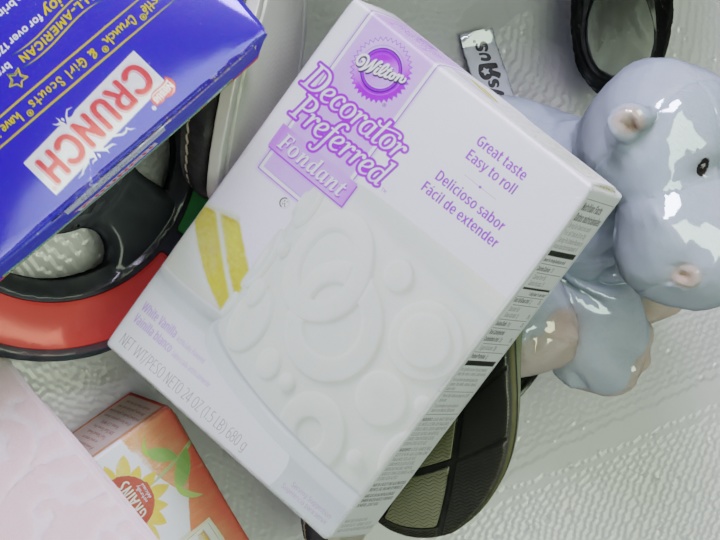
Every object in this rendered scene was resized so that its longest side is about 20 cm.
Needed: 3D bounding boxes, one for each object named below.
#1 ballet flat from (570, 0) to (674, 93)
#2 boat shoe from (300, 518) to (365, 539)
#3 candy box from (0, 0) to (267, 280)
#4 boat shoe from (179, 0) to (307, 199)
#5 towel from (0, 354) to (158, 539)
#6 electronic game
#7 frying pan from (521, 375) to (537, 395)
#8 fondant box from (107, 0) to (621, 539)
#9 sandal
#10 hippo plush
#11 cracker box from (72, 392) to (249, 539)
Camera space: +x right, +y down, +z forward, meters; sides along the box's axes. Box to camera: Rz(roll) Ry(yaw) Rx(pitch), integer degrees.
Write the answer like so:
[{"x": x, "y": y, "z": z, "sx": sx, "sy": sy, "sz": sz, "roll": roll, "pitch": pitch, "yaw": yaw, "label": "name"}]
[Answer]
[{"x": 0.137, "y": -0.188, "z": 1.308, "sx": 0.066, "sy": 0.057, "sz": 0.200, "roll": 10, "pitch": 86, "yaw": -4, "label": "ballet flat"}, {"x": -0.018, "y": 0.041, "z": 1.227, "sx": 0.063, "sy": 0.073, "sz": 0.200, "roll": 7, "pitch": 100, "yaw": 18, "label": "boat shoe"}, {"x": -0.167, "y": -0.118, "z": 1.097, "sx": 0.169, "sy": 0.077, "sz": 0.200, "roll": -40, "pitch": 89, "yaw": -5, "label": "candy box"}, {"x": -0.061, "y": -0.131, "z": 1.172, "sx": 0.074, "sy": 0.060, "sz": 0.200, "roll": -23, "pitch": 124, "yaw": -67, "label": "boat shoe"}, {"x": -0.197, "y": 0.140, "z": 1.108, "sx": 0.200, "sy": 0.191, "sz": 0.032, "roll": -27, "pitch": 138, "yaw": -21, "label": "towel"}, {"x": -0.144, "y": -0.057, "z": 1.182, "sx": 0.200, "sy": 0.042, "sz": 0.200, "roll": -3, "pitch": 97, "yaw": -26, "label": "electronic game"}, {"x": 0.012, "y": 0.034, "z": 1.273, "sx": 0.190, "sy": 0.031, "sz": 0.115, "roll": -20, "pitch": 102, "yaw": -18, "label": "frying pan"}, {"x": 0.000, "y": 0.000, "z": 1.148, "sx": 0.144, "sy": 0.058, "sz": 0.200, "roll": 40, "pitch": 99, "yaw": 18, "label": "fondant box"}, {"x": 0.048, "y": 0.027, "z": 1.190, "sx": 0.057, "sy": 0.080, "sz": 0.201, "roll": 10, "pitch": 89, "yaw": -68, "label": "sandal"}, {"x": 0.136, "y": -0.047, "z": 1.232, "sx": 0.159, "sy": 0.161, "sz": 0.200, "roll": -14, "pitch": 85, "yaw": -44, "label": "hippo plush"}, {"x": -0.147, "y": 0.169, "z": 1.198, "sx": 0.200, "sy": 0.058, "sz": 0.134, "roll": -35, "pitch": 108, "yaw": -19, "label": "cracker box"}]
